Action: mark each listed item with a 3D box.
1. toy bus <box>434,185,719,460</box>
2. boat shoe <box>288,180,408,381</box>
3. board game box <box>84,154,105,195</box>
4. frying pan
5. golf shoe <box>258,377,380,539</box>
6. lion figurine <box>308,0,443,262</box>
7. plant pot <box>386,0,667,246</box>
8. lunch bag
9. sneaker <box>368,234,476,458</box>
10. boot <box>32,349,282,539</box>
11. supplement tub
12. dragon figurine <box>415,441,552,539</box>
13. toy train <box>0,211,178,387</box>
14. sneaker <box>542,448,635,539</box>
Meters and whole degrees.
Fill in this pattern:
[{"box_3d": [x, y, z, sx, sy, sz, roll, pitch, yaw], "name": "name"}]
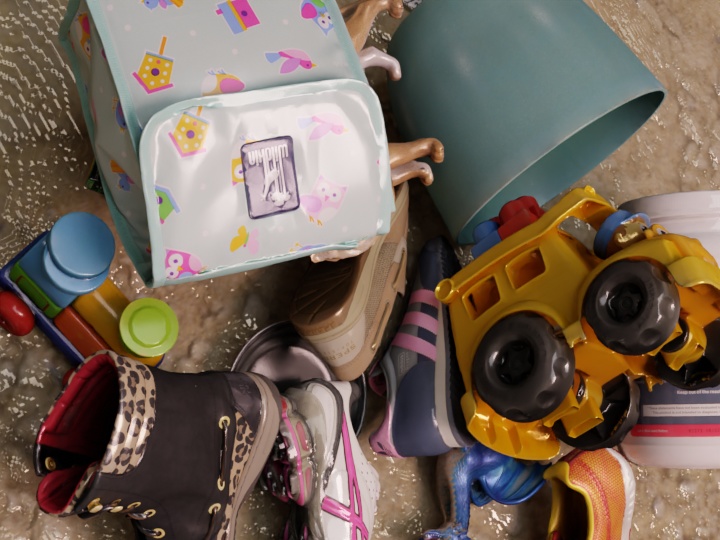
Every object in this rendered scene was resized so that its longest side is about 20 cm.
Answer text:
[{"box_3d": [0.155, 0.012, 0.842, 0.135, 0.199, 0.194, 27, 37, -46], "name": "toy bus"}, {"box_3d": [0.000, 0.000, 0.889, 0.065, 0.071, 0.201, 60, 33, -28], "name": "boat shoe"}, {"box_3d": [-0.114, -0.131, 0.825, 0.104, 0.023, 0.202, 19, 67, -15], "name": "board game box"}, {"box_3d": [-0.058, 0.130, 0.856, 0.114, 0.031, 0.192, 21, 78, -26], "name": "frying pan"}, {"box_3d": [-0.015, 0.176, 0.827, 0.091, 0.072, 0.203, -16, 100, -34], "name": "golf shoe"}, {"box_3d": [-0.013, -0.109, 0.852, 0.121, 0.073, 0.202, -13, 76, -16], "name": "lion figurine"}, {"box_3d": [0.113, -0.143, 0.935, 0.199, 0.201, 0.162, -28, 78, -30], "name": "plant pot"}, {"box_3d": [-0.082, -0.095, 0.742, 0.168, 0.122, 0.202, -13, 73, -25], "name": "lunch bag"}, {"box_3d": [0.042, 0.055, 0.904, 0.070, 0.081, 0.201, 55, 26, -36], "name": "sneaker"}, {"box_3d": [-0.138, 0.146, 0.730, 0.150, 0.073, 0.202, 25, 91, -54], "name": "boot"}, {"box_3d": [0.264, 0.048, 0.913, 0.139, 0.140, 0.203, 2, 84, -27], "name": "supplement tub"}, {"box_3d": [0.107, 0.149, 0.921, 0.199, 0.059, 0.100, -26, 89, -30], "name": "dragon figurine"}, {"box_3d": [-0.148, 0.052, 0.783, 0.200, 0.115, 0.085, 48, 61, -7], "name": "toy train"}, {"box_3d": [0.176, 0.233, 0.914, 0.076, 0.073, 0.203, -18, 100, -28], "name": "sneaker"}]
